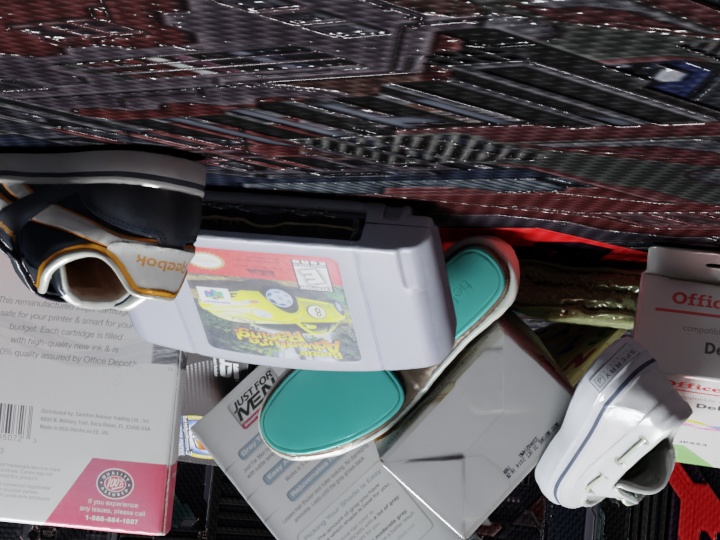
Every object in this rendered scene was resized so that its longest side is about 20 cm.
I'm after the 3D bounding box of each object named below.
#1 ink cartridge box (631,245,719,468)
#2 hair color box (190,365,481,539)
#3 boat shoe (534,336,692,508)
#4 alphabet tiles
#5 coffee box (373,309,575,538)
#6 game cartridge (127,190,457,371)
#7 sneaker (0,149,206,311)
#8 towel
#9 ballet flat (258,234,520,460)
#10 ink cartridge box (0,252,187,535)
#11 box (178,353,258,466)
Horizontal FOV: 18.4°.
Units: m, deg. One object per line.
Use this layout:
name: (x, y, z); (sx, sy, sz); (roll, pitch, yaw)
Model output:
ink cartridge box: (0.223, 0.059, 1.370); (0.117, 0.068, 0.200); (7, 157, 8)
hair color box: (-0.012, 0.148, 1.476); (0.200, 0.099, 0.061); (49, -175, 23)
boat shoe: (0.153, 0.111, 1.329); (0.067, 0.074, 0.200); (44, 165, 17)
alphabet tiles: (0.102, 0.087, 1.585); (0.166, 0.006, 0.200); (-20, -163, 51)
coffee box: (0.066, 0.079, 1.443); (0.080, 0.114, 0.200); (42, -175, -11)
game cartridge: (-0.048, 0.008, 1.283); (0.199, 0.041, 0.133); (4, 149, 14)
sneaker: (-0.158, -0.021, 1.173); (0.078, 0.080, 0.200); (8, 176, -38)
towel: (0.200, 0.020, 1.479); (0.199, 0.037, 0.148); (3, 175, 20)
ballet flat: (0.024, 0.049, 1.368); (0.200, 0.070, 0.069); (-40, 155, 20)
ink cartridge box: (-0.182, 0.057, 1.396); (0.146, 0.201, 0.083); (6, 179, -2)
box: (-0.151, 0.063, 1.544); (0.160, 0.044, 0.200); (8, 146, 3)
